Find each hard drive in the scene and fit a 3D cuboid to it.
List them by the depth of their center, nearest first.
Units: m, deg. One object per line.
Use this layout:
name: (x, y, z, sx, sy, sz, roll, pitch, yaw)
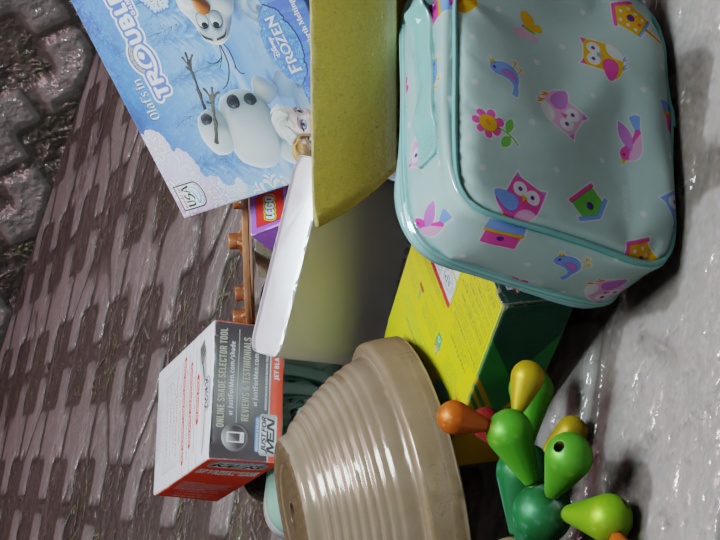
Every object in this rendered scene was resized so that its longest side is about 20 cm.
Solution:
hard drive: (0.000, 0.000, 1.261, 0.027, 0.200, 0.133, 14, 92, 29)

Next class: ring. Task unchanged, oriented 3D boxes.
ring: (-0.099, -0.042, 1.492, 0.200, 0.019, 0.202, 177, 90, -87)

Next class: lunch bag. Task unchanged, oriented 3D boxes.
lunch bag: (0.095, -0.087, 1.024, 0.077, 0.159, 0.202, 133, 145, -52)

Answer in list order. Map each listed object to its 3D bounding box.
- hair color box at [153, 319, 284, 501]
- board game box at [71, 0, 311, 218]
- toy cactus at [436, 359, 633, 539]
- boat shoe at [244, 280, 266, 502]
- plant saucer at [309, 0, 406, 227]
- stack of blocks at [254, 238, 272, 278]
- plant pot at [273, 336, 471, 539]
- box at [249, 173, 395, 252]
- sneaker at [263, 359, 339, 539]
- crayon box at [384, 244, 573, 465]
hair color box: (-0.118, 0.119, 1.479, 0.200, 0.063, 0.112, 140, 134, -67)
board game box: (-0.095, -0.154, 1.315, 0.198, 0.201, 0.043, -15, 19, 38)
toy cactus: (0.089, 0.154, 1.015, 0.166, 0.101, 0.201, 106, 157, -44)
boat shoe: (-0.063, 0.102, 1.566, 0.068, 0.071, 0.202, 102, 177, -82)
plant saucer: (0.007, -0.146, 1.109, 0.200, 0.048, 0.202, -65, -24, -72)
stack of blocks: (-0.052, -0.070, 1.554, 0.200, 0.058, 0.116, 97, -176, -74)
plant pot: (0.000, 0.150, 1.160, 0.201, 0.092, 0.203, 169, 90, -77)
box: (-0.024, -0.126, 1.408, 0.136, 0.039, 0.202, -18, 59, 25)
sneaker: (-0.036, 0.105, 1.450, 0.118, 0.073, 0.202, 129, 143, -61)
crayon box: (0.068, 0.032, 1.129, 0.201, 0.050, 0.128, 107, 152, -49)
